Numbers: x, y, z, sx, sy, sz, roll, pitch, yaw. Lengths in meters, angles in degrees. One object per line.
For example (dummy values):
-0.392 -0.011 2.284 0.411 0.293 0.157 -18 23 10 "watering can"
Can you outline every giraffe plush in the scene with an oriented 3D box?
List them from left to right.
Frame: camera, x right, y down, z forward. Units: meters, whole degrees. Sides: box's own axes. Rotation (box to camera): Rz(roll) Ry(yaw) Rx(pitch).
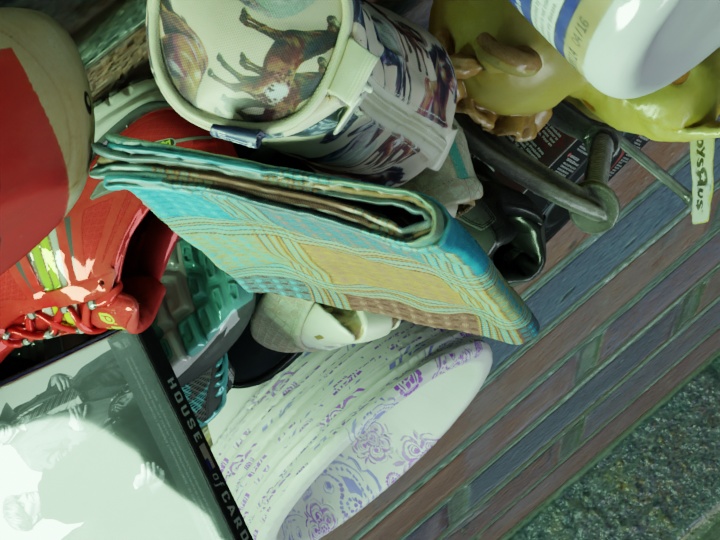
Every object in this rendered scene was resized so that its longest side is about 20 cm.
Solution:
0.103 -0.128 1.098 0.161 0.201 0.173 5 157 -23 "giraffe plush"

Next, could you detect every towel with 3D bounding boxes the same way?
-0.011 -0.007 0.882 0.200 0.146 0.022 44 59 -69 "towel"

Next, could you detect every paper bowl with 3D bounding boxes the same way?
-0.020 0.083 1.388 0.200 0.104 0.201 -38 165 -12 "paper bowl"

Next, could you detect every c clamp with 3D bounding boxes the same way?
0.111 -0.070 1.171 0.027 0.170 0.200 -53 179 22 "c clamp"

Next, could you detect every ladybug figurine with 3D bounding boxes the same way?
-0.176 -0.022 0.797 0.200 0.072 0.136 -34 163 -26 "ladybug figurine"

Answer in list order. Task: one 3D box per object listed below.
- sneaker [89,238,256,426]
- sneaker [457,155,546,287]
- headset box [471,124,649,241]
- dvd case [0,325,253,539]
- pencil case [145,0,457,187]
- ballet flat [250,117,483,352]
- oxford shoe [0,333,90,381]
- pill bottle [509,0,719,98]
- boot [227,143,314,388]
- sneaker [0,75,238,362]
-0.097 0.042 1.089 0.091 0.078 0.200 4 155 -34 "sneaker"
0.058 -0.021 1.123 0.067 0.090 0.200 -56 169 5 "sneaker"
0.117 -0.086 1.347 0.200 0.075 0.149 -45 165 12 "headset box"
-0.155 0.128 1.005 0.199 0.151 0.025 -24 -176 18 "dvd case"
-0.015 -0.077 0.844 0.078 0.089 0.200 -51 166 6 "pencil case"
0.000 0.000 1.010 0.067 0.063 0.200 -18 156 -31 "ballet flat"
-0.197 0.095 1.072 0.200 0.073 0.084 -47 167 20 "oxford shoe"
0.062 -0.166 0.753 0.116 0.200 0.116 -39 164 -13 "pill bottle"
-0.049 -0.022 1.101 0.201 0.076 0.168 -53 167 12 "boot"
-0.132 0.003 0.953 0.200 0.085 0.077 -45 163 9 "sneaker"
